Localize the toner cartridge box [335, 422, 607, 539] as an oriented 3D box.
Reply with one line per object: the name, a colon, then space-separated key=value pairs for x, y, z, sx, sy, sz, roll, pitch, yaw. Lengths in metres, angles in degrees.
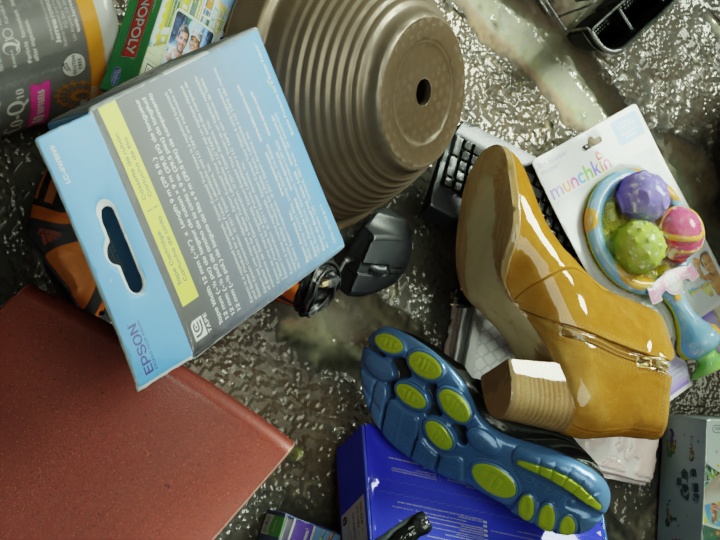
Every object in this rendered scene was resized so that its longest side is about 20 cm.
toner cartridge box: x=0.080 y=0.176 z=1.186 sx=0.199 sy=0.043 sz=0.095 roll=16 pitch=51 yaw=-25

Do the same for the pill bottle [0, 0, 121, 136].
pill bottle: x=-0.253 y=-0.129 z=1.014 sx=0.199 sy=0.116 sz=0.117 roll=-21 pitch=98 yaw=-25

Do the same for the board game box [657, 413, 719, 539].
board game box: x=0.302 y=0.214 z=1.307 sx=0.147 sy=0.064 sz=0.201 roll=4 pitch=87 yaw=-26

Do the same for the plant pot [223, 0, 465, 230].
plant pot: x=0.004 y=-0.119 z=1.106 sx=0.200 sy=0.092 sz=0.202 roll=-20 pitch=115 yaw=-50

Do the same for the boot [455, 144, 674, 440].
boot: x=0.145 y=0.018 z=1.167 sx=0.143 sy=0.071 sz=0.202 roll=6 pitch=70 yaw=-30

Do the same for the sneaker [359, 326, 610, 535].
sneaker: x=0.083 y=0.110 z=1.171 sx=0.199 sy=0.083 sz=0.071 roll=33 pitch=106 yaw=0

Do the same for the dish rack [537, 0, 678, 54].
dish rack: x=0.166 y=-0.275 z=1.260 sx=0.153 sy=0.054 sz=0.200 roll=-43 pitch=106 yaw=-22

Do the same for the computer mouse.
computer mouse: x=0.000 y=0.000 z=1.110 sx=0.034 sy=0.200 sz=0.059 roll=32 pitch=109 yaw=8

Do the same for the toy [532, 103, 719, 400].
toy: x=0.218 y=-0.016 z=1.230 sx=0.115 sy=0.047 sz=0.201 roll=-29 pitch=96 yaw=-33

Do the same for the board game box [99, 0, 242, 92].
board game box: x=-0.080 y=-0.140 z=1.089 sx=0.200 sy=0.029 sz=0.135 roll=30 pitch=74 yaw=-57

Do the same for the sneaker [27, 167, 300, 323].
sneaker: x=-0.127 y=0.000 z=1.104 sx=0.199 sy=0.078 sz=0.112 roll=29 pitch=84 yaw=-17

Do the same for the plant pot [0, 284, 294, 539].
plant pot: x=-0.187 y=0.124 z=1.007 sx=0.176 sy=0.200 sz=0.200 roll=44 pitch=70 yaw=-5

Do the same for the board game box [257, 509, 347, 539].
board game box: x=-0.032 y=0.280 z=1.153 sx=0.135 sy=0.034 sz=0.201 roll=24 pitch=78 yaw=-23

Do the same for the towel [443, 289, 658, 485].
towel: x=0.153 y=0.046 z=1.256 sx=0.190 sy=0.032 sz=0.201 roll=13 pitch=83 yaw=-26

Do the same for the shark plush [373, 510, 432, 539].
shark plush: x=-0.049 y=0.207 z=1.083 sx=0.200 sy=0.083 sz=0.091 roll=-42 pitch=127 yaw=9

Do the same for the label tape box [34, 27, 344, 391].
label tape box: x=-0.106 y=-0.035 z=0.944 sx=0.200 sy=0.066 sz=0.144 roll=-36 pitch=109 yaw=-49

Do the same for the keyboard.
keyboard: x=0.129 y=-0.014 z=1.217 sx=0.199 sy=0.021 sz=0.128 roll=24 pitch=75 yaw=-23
